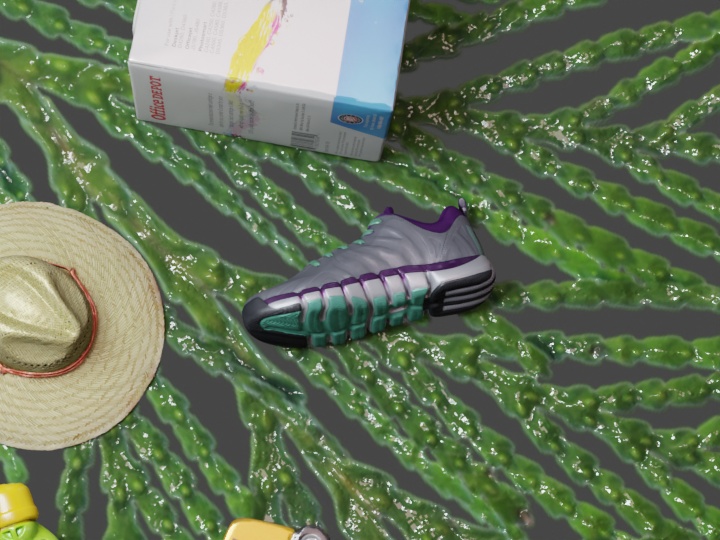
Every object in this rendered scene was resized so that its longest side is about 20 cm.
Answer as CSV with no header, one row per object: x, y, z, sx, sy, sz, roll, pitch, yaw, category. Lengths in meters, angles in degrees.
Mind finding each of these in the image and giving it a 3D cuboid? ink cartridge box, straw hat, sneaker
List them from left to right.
-0.247,0.032,1.410,0.199,0.085,0.203,1,77,-4,straw hat
-0.067,-0.185,1.438,0.198,0.147,0.147,10,78,-2,ink cartridge box
0.000,0.000,1.452,0.198,0.075,0.088,-10,62,-13,sneaker

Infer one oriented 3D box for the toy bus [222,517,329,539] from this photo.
-0.012,0.243,1.390,0.199,0.065,0.079,23,78,1,toy bus

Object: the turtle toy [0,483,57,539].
-0.290,0.246,1.353,0.198,0.101,0.147,-18,79,-7,turtle toy
